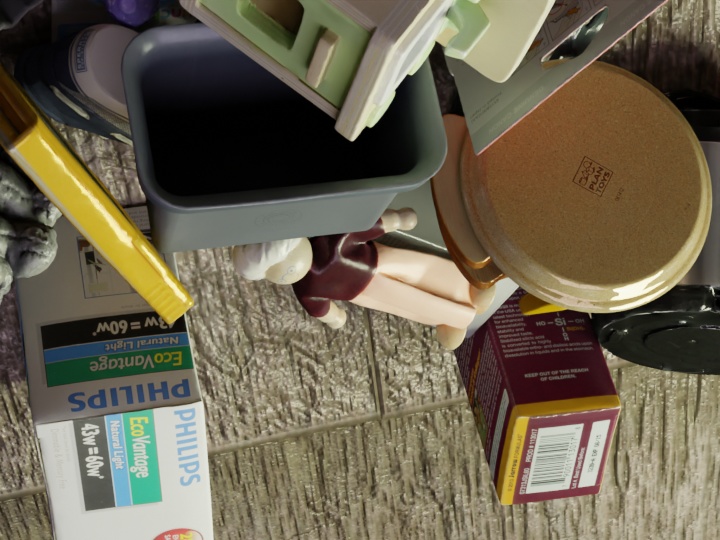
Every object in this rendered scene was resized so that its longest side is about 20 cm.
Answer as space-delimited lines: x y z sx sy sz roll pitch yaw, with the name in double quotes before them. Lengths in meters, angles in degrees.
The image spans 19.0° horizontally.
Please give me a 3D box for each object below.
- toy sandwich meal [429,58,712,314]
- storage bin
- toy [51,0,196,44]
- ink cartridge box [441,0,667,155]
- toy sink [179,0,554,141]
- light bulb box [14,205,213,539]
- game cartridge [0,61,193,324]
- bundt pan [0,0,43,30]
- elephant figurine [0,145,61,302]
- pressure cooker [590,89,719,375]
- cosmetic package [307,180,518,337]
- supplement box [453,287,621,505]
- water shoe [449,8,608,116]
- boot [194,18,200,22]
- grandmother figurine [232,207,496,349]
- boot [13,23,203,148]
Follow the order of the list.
"toy sandwich meal" 0.147 -0.053 1.505 0.203 0.207 0.070 -2 163 -14
"storage bin" -0.062 -0.088 1.407 0.198 0.147 0.134 -7 160 -15
"toy" -0.146 -0.211 1.421 0.114 0.047 0.201 -3 136 -10
"ink cartridge box" 0.142 -0.185 1.435 0.200 0.174 0.043 -39 133 25
"toy sink" 0.000 -0.168 1.308 0.199 0.112 0.130 36 156 3
"light bulb box" -0.188 0.093 1.624 0.124 0.201 0.199 -8 138 -8
"game cartridge" -0.195 -0.067 1.408 0.032 0.176 0.200 -41 133 -1
"bundt pan" -0.210 -0.233 1.275 0.076 0.202 0.202 39 127 6
"elephant figurine" -0.305 -0.069 1.473 0.155 0.142 0.200 -40 141 6
"pressure cooker" 0.266 -0.035 1.627 0.177 0.202 0.176 3 162 9
"cosmetic package" 0.017 -0.036 1.611 0.199 0.113 0.081 16 131 -32
"supplement box" 0.132 0.070 1.688 0.085 0.201 0.111 -5 138 -11
"water shoe" 0.129 -0.133 1.566 0.078 0.072 0.201 8 134 -25
"boot" -0.004 -0.180 1.479 0.200 0.073 0.155 -45 137 16
"grandmother figurine" 0.000 0.000 1.522 0.199 0.061 0.122 13 120 -31
"boot" -0.145 -0.113 1.509 0.090 0.073 0.200 -4 152 44
